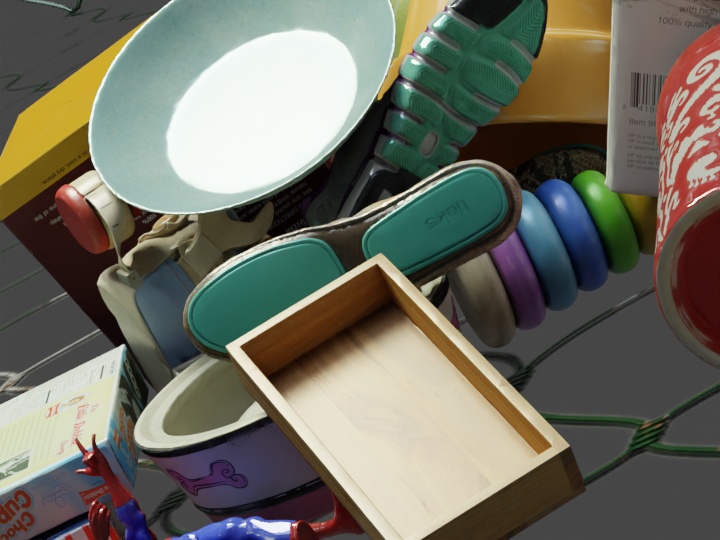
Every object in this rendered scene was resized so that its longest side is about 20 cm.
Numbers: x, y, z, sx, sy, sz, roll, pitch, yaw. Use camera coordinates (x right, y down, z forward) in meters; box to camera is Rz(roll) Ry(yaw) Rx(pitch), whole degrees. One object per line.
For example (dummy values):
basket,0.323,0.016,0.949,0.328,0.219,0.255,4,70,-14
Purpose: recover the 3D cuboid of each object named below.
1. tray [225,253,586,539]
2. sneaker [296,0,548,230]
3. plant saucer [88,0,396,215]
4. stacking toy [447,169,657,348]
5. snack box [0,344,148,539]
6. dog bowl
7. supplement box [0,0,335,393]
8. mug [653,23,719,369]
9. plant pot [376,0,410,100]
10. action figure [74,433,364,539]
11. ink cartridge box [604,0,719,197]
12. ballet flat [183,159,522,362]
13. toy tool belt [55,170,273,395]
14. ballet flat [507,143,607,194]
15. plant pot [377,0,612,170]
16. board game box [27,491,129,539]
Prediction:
tray,0.020,0.074,1.452,0.099,0.037,0.200,-31,38,-10
sneaker,0.028,-0.098,1.676,0.200,0.074,0.088,-57,34,-7
plant saucer,-0.064,-0.101,1.693,0.201,0.039,0.201,-17,46,18
stacking toy,0.145,-0.033,1.676,0.200,0.085,0.085,-26,13,-5
snack box,-0.187,0.108,1.697,0.116,0.037,0.200,-26,13,5
dog bowl,-0.024,0.075,1.620,0.200,0.074,0.200,-27,14,8
supplement box,-0.099,-0.054,1.875,0.197,0.200,0.133,-34,19,20
mug,0.217,-0.053,1.449,0.178,0.133,0.200,-63,2,27
plant pot,0.117,-0.158,2.001,0.200,0.200,0.190,-33,25,-16
action figure,-0.101,0.131,1.529,0.200,0.099,0.065,-21,17,39
ink cartridge box,0.215,-0.142,1.573,0.145,0.200,0.084,7,26,15
ballet flat,0.000,0.000,1.587,0.200,0.068,0.067,-21,-5,8
toy tool belt,-0.091,0.002,1.757,0.123,0.200,0.125,-35,24,-17
ballet flat,0.092,-0.023,1.795,0.200,0.068,0.075,-17,39,58
plant pot,0.109,-0.159,1.796,0.200,0.183,0.200,0,-11,0
board game box,-0.209,0.169,1.700,0.151,0.046,0.200,-29,14,0
